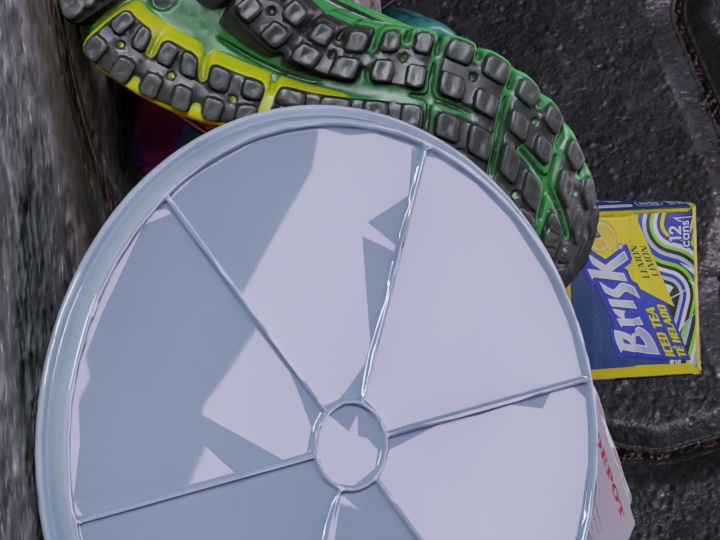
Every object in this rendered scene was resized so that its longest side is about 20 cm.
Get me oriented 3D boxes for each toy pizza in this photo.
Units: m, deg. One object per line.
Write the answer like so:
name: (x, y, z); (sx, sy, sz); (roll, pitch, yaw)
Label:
toy pizza: (-0.011, 0.052, 0.709); (0.032, 0.199, 0.201); (-6, -89, 55)

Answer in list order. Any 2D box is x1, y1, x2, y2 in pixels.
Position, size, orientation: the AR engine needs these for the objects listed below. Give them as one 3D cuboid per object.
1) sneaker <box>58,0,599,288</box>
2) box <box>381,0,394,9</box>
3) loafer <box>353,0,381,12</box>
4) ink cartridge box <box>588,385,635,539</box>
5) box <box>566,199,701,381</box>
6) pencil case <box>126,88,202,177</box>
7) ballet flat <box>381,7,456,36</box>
sneaker: (-0.006, -0.059, 0.808); (0.078, 0.200, 0.085); (-56, -178, 2)
box: (-0.028, -0.212, 1.019); (0.200, 0.038, 0.137); (55, 16, -8)
loafer: (0.007, -0.035, 0.953); (0.070, 0.069, 0.201); (-143, -129, -84)
ink cartridge box: (0.067, 0.119, 1.229); (0.200, 0.083, 0.146); (-51, 126, -63)
box: (0.089, 0.006, 1.014); (0.200, 0.064, 0.071); (-167, -106, -82)
pencil case: (-0.055, -0.133, 0.887); (0.088, 0.088, 0.201); (-37, 120, -86)
ballet flat: (0.026, -0.013, 1.003); (0.070, 0.067, 0.201); (-12, -95, 62)
